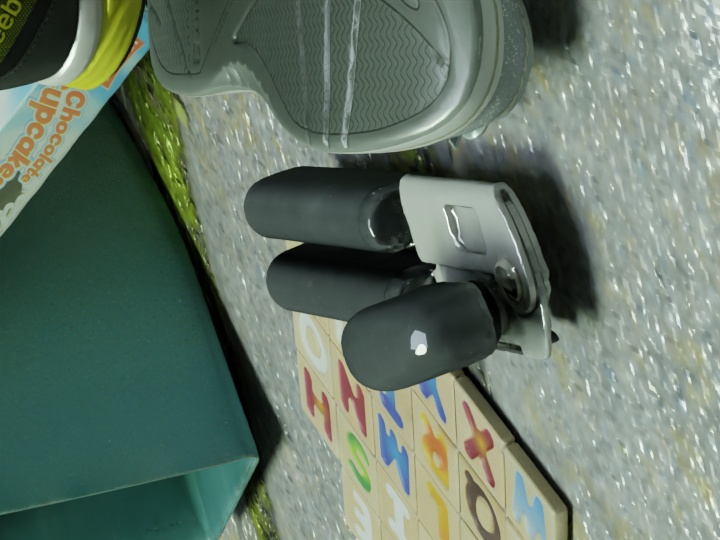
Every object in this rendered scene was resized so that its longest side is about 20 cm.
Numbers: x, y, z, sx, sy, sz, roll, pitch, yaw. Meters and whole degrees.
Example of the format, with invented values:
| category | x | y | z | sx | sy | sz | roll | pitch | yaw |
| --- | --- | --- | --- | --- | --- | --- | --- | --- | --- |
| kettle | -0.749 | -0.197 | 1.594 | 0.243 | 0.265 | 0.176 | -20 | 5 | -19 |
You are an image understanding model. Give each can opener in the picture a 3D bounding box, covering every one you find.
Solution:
| category | x | y | z | sx | sy | sz | roll | pitch | yaw |
| --- | --- | --- | --- | --- | --- | --- | --- | --- | --- |
| can opener | 0.000 | 0.000 | 0.877 | 0.200 | 0.067 | 0.054 | 8 | 118 | 66 |

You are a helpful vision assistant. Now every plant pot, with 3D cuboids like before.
| category | x | y | z | sx | sy | sz | roll | pitch | yaw |
| --- | --- | --- | --- | --- | --- | --- | --- | --- | --- |
| plant pot | -0.145 | 0.022 | 1.236 | 0.141 | 0.140 | 0.201 | 116 | 140 | -67 |

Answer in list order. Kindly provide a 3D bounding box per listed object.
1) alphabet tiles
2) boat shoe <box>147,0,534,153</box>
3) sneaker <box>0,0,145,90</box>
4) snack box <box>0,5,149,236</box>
| category | x | y | z | sx | sy | sz | roll | pitch | yaw |
| --- | --- | --- | --- | --- | --- | --- | --- | --- | --- |
| alphabet tiles | 0.022 | 0.076 | 1.004 | 0.200 | 0.008 | 0.168 | 52 | 156 | 42 |
| boat shoe | -0.001 | -0.074 | 0.825 | 0.202 | 0.064 | 0.075 | 11 | 102 | 64 |
| sneaker | -0.122 | -0.144 | 0.804 | 0.074 | 0.084 | 0.201 | -17 | 91 | 50 |
| snack box | -0.175 | -0.054 | 1.147 | 0.037 | 0.200 | 0.116 | 34 | -173 | -45 |
